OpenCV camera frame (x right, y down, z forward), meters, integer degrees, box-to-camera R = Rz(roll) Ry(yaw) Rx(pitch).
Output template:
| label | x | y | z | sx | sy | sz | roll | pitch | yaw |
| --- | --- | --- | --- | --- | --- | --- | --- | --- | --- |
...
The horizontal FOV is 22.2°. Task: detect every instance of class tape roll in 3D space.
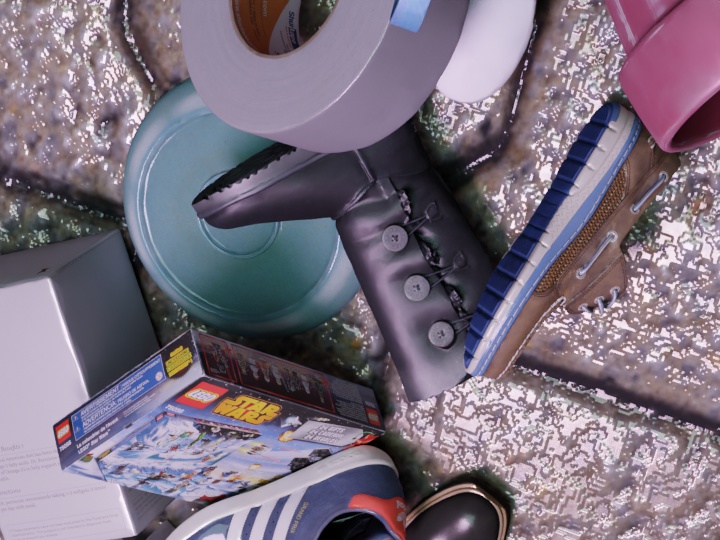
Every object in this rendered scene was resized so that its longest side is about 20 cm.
| label | x | y | z | sx | sy | sz | roll | pitch | yaw |
| --- | --- | --- | --- | --- | --- | --- | --- | --- | --- |
| tape roll | -0.025 | -0.178 | 1.165 | 0.200 | 0.066 | 0.201 | -13 | 71 | 41 |

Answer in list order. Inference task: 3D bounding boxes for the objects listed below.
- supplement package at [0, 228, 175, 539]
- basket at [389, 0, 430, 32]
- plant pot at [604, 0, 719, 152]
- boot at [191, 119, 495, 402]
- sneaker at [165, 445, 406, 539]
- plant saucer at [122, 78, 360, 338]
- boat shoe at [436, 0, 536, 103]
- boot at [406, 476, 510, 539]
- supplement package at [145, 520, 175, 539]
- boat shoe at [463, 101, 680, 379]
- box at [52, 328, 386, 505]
| label | x | y | z | sx | sy | sz | roll | pitch | yaw |
| --- | --- | --- | --- | --- | --- | --- | --- | --- | --- |
| supplement package | -0.217 | 0.088 | 1.350 | 0.116 | 0.117 | 0.201 | -11 | 104 | 24 |
| basket | 0.060 | -0.248 | 1.016 | 0.138 | 0.201 | 0.177 | 18 | 129 | -8 |
| plant pot | 0.215 | -0.196 | 1.073 | 0.200 | 0.200 | 0.180 | -35 | 79 | 26 |
| boot | 0.001 | 0.000 | 1.251 | 0.164 | 0.066 | 0.201 | -26 | 104 | 8 |
| sneaker | -0.057 | 0.203 | 1.316 | 0.199 | 0.085 | 0.075 | -28 | 141 | 8 |
| plant saucer | -0.084 | -0.043 | 1.310 | 0.199 | 0.027 | 0.201 | 6 | 109 | 17 |
| boat shoe | 0.087 | -0.208 | 1.178 | 0.068 | 0.057 | 0.201 | 12 | 112 | 6 |
| boot | 0.026 | 0.249 | 1.306 | 0.077 | 0.138 | 0.200 | 36 | 115 | 5 |
| supplement package | -0.133 | 0.317 | 1.375 | 0.200 | 0.156 | 0.111 | 43 | 114 | 2 |
| boat shoe | 0.140 | -0.007 | 1.196 | 0.072 | 0.072 | 0.201 | 31 | 97 | -10 |
| box | -0.095 | 0.110 | 1.280 | 0.137 | 0.200 | 0.040 | -33 | 57 | 25 |
